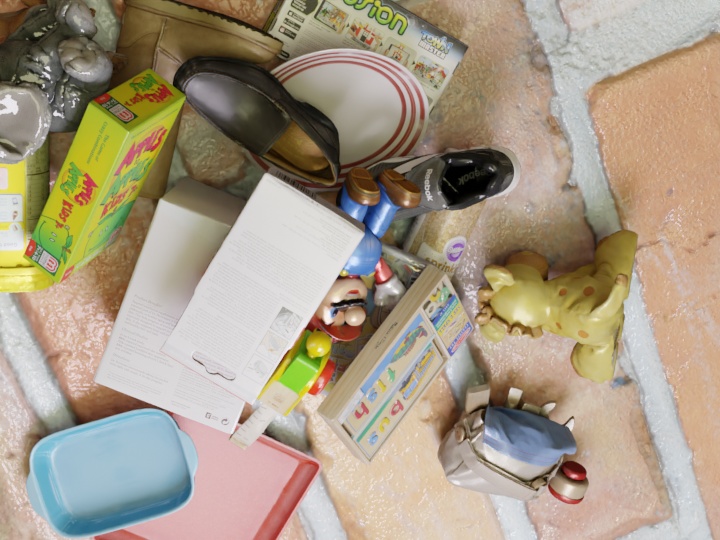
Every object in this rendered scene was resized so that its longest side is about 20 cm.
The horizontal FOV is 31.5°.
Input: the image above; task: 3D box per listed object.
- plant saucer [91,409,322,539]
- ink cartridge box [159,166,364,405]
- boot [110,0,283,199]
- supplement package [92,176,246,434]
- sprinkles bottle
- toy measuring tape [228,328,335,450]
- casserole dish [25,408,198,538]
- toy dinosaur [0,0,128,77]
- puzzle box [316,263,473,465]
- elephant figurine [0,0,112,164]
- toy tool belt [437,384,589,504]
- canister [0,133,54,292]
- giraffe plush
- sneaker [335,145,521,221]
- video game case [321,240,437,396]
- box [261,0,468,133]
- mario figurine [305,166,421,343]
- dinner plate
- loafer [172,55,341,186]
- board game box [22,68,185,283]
[{"bbox_3d":[-0.177,0.258,1.464,0.200,0.037,0.200,28,100,-21],"label":"plant saucer"},{"bbox_3d":[-0.093,0.015,1.207,0.109,0.050,0.200,32,101,-6],"label":"ink cartridge box"},{"bbox_3d":[-0.185,-0.168,1.296,0.175,0.066,0.200,18,103,5],"label":"boot"},{"bbox_3d":[-0.158,0.031,1.314,0.152,0.151,0.200,22,102,-3],"label":"supplement package"},{"bbox_3d":[0.085,-0.033,1.414,0.068,0.068,0.200,20,103,-19],"label":"sprinkles bottle"},{"bbox_3d":[-0.080,0.117,1.341,0.073,0.074,0.200,20,136,-19],"label":"toy measuring tape"},{"bbox_3d":[-0.267,0.219,1.395,0.200,0.039,0.121,-17,92,9],"label":"casserole dish"},{"bbox_3d":[-0.325,-0.240,1.238,0.200,0.060,0.106,12,82,3],"label":"toy dinosaur"},{"bbox_3d":[0.041,0.104,1.369,0.200,0.025,0.133,-52,149,-13],"label":"puzzle box"},{"bbox_3d":[-0.333,-0.167,1.151,0.200,0.141,0.155,-27,93,-20],"label":"elephant figurine"},{"bbox_3d":[0.196,0.202,1.493,0.200,0.125,0.123,14,113,-18],"label":"toy tool belt"},{"bbox_3d":[-0.380,-0.085,1.272,0.148,0.087,0.200,-1,107,-15],"label":"canister"},{"bbox_3d":[0.215,0.038,1.436,0.162,0.200,0.173,10,111,13],"label":"giraffe plush"},{"bbox_3d":[0.065,-0.090,1.327,0.200,0.090,0.067,-10,95,12],"label":"sneaker"},{"bbox_3d":[-0.042,0.038,1.394,0.200,0.023,0.182,23,102,1],"label":"video game case"},{"bbox_3d":[0.003,-0.238,1.342,0.200,0.035,0.110,27,100,-20],"label":"box"},{"bbox_3d":[0.000,0.000,1.302,0.123,0.106,0.200,19,121,-5],"label":"mario figurine"},{"bbox_3d":[-0.028,-0.159,1.330,0.200,0.024,0.200,-5,139,-4],"label":"dinner plate"},{"bbox_3d":[-0.093,-0.146,1.252,0.200,0.072,0.073,22,121,-35],"label":"loafer"},{"bbox_3d":[-0.246,-0.089,1.220,0.048,0.102,0.200,37,126,5],"label":"board game box"}]
